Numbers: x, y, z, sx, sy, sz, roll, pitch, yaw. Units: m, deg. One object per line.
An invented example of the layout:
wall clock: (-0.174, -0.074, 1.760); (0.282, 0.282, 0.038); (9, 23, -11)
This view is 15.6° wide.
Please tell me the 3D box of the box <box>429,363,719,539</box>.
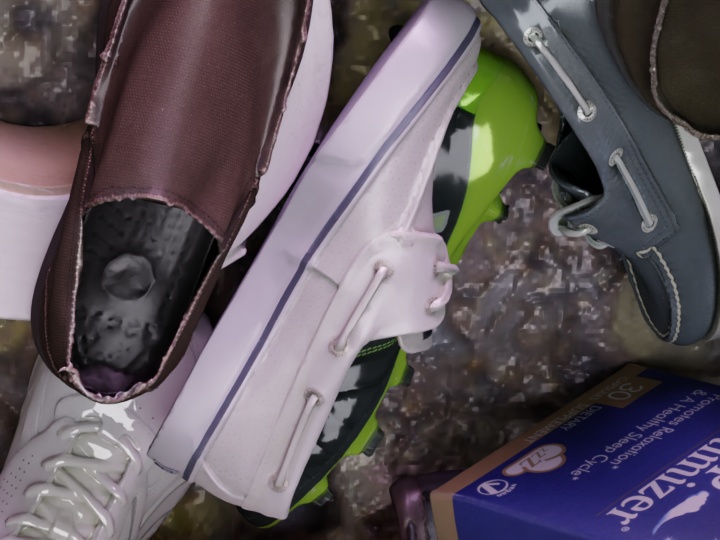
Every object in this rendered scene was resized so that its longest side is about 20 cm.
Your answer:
box: (0.138, 0.088, 0.955); (0.121, 0.199, 0.033); (-29, 120, -38)

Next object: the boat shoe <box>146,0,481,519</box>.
boat shoe: (0.000, 0.000, 0.925); (0.070, 0.071, 0.201); (30, 103, -3)

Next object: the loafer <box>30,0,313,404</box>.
loafer: (-0.058, -0.040, 0.879); (0.073, 0.071, 0.201); (10, 109, -13)

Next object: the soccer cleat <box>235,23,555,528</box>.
soccer cleat: (-0.006, 0.001, 0.989); (0.081, 0.068, 0.201); (29, 98, -14)

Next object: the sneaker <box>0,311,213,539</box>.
sneaker: (-0.109, 0.099, 0.985); (0.078, 0.099, 0.201); (24, 105, -7)

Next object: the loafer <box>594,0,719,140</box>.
loafer: (0.120, -0.100, 0.826); (0.075, 0.070, 0.200); (-21, 147, -8)

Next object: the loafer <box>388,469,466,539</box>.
loafer: (0.030, 0.176, 1.056); (0.063, 0.072, 0.201); (6, 98, -10)

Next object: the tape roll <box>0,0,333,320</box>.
tape roll: (-0.111, -0.086, 0.929); (0.201, 0.071, 0.204); (-4, 112, -9)

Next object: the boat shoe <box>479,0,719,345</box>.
boat shoe: (0.088, -0.044, 0.957); (0.062, 0.073, 0.201); (-27, 131, -8)
